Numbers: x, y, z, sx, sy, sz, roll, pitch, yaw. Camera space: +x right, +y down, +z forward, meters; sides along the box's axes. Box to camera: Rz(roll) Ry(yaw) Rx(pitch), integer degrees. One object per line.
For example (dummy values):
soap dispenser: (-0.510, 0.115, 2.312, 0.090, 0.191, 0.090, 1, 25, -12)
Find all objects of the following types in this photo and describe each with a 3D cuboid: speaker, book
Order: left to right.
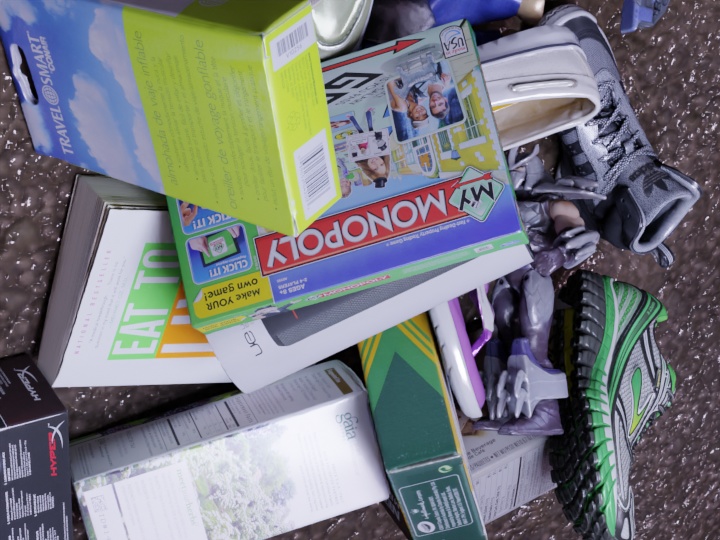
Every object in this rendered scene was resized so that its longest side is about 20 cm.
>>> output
book: (-0.102, 0.011, 0.994, 0.200, 0.048, 0.134, 0, 118, -38)
speaker: (0.000, 0.000, 0.930, 0.200, 0.081, 0.081, -25, 132, 8)

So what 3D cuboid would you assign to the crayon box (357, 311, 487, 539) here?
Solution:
crayon box: (0.033, 0.075, 1.026, 0.051, 0.200, 0.126, -14, 143, 4)

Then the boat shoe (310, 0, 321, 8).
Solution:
boat shoe: (-0.061, -0.150, 0.848, 0.075, 0.200, 0.073, 54, 46, -9)

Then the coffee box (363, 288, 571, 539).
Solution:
coffee box: (0.100, 0.111, 1.137, 0.200, 0.113, 0.080, -24, 142, -20)

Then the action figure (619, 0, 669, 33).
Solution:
action figure: (0.185, -0.240, 0.994, 0.193, 0.105, 0.201, 16, 83, -35)

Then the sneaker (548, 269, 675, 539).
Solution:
sneaker: (0.182, 0.096, 1.057, 0.085, 0.200, 0.078, 10, 157, -10)

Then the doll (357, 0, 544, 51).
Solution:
doll: (0.018, -0.153, 0.966, 0.200, 0.048, 0.137, -10, 127, -22)

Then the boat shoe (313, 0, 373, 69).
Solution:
boat shoe: (-0.018, -0.212, 0.871, 0.072, 0.062, 0.201, -4, 108, -20)

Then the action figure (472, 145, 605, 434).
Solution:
action figure: (0.110, 0.010, 1.041, 0.069, 0.130, 0.201, 2, 86, -30)

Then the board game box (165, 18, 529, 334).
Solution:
board game box: (-0.015, -0.054, 0.888, 0.200, 0.135, 0.029, -16, 163, 10)

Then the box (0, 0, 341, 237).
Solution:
box: (-0.108, -0.101, 0.830, 0.048, 0.200, 0.122, -42, 137, -38)

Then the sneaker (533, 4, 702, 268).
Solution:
sneaker: (0.182, -0.090, 1.074, 0.075, 0.114, 0.200, -33, 131, -14)

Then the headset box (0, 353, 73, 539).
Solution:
headset box: (-0.282, 0.151, 0.931, 0.200, 0.075, 0.149, -14, 124, -27)

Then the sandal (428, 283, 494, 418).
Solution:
sandal: (0.063, -0.006, 0.998, 0.050, 0.203, 0.082, -15, 166, 7)

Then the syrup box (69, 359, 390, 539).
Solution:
syrup box: (-0.088, 0.132, 1.011, 0.200, 0.081, 0.079, -17, 106, -12)

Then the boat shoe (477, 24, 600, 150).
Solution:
boat shoe: (0.056, -0.090, 0.964, 0.200, 0.070, 0.071, -18, 150, -5)
